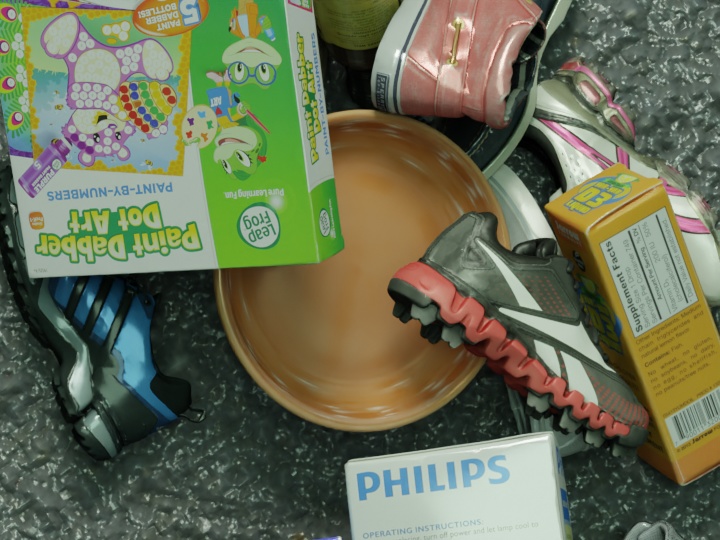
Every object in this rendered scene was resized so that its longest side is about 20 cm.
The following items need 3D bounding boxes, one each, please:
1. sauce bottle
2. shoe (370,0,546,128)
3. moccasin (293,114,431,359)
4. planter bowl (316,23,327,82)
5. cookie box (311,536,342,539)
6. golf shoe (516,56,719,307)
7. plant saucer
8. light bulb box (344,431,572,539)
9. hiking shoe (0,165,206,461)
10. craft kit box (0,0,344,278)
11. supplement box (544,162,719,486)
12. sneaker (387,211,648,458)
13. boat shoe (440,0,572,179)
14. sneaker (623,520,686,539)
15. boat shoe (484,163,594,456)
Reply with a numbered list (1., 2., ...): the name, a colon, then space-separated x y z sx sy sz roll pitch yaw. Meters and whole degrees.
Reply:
1. sauce bottle: 0.000 -0.172 1.094 0.064 0.200 0.065 -3 62 5
2. shoe: 0.080 -0.170 1.091 0.090 0.072 0.201 14 52 14
3. moccasin: 0.005 -0.018 1.130 0.080 0.068 0.201 21 77 -2
4. planter bowl: -0.116 -0.167 1.112 0.198 0.135 0.202 1 78 -5
5. cookie box: -0.085 0.212 0.995 0.170 0.200 0.076 -7 75 -2
6. golf shoe: 0.176 -0.046 1.158 0.092 0.073 0.200 -37 74 -6
7. plant saucer: 0.000 0.000 1.075 0.198 0.037 0.202 -1 92 -20
8. light bulb box: 0.071 0.211 1.013 0.124 0.198 0.202 -8 78 6
9. hiking shoe: -0.177 0.020 1.107 0.086 0.074 0.201 -22 91 -16
10. craft kit box: -0.118 -0.099 0.995 0.198 0.048 0.199 -3 104 22
11. supplement box: 0.188 0.035 1.096 0.068 0.067 0.201 -27 112 -12
12. sneaker: 0.116 0.037 1.060 0.200 0.071 0.098 38 81 -15
13. boat shoe: 0.092 -0.151 1.156 0.062 0.075 0.201 38 71 -39
14. sneaker: 0.238 0.199 1.092 0.199 0.075 0.114 -33 104 -9
15. boat shoe: 0.105 0.030 1.136 0.068 0.072 0.202 -18 90 -12
